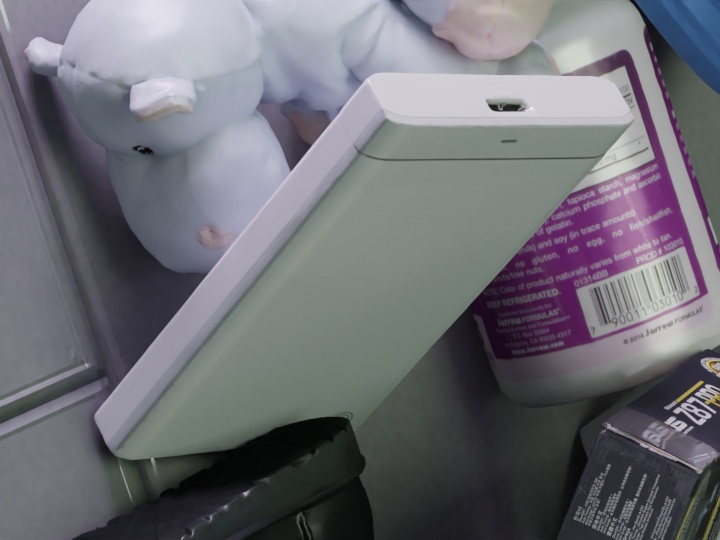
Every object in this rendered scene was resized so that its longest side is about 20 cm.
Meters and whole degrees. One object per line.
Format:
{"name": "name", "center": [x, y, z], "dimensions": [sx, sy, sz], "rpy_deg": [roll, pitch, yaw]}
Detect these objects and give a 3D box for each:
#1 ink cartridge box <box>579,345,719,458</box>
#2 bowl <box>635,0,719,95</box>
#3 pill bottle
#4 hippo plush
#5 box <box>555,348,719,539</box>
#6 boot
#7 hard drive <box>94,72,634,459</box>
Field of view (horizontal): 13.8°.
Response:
{"name": "ink cartridge box", "center": [0.201, 0.116, 1.354], "dimensions": [0.200, 0.175, 0.084], "rpy_deg": [32, 30, -36]}
{"name": "bowl", "center": [0.138, -0.171, 1.337], "dimensions": [0.201, 0.039, 0.201], "rpy_deg": [48, 22, -27]}
{"name": "pill bottle", "center": [0.081, -0.052, 1.274], "dimensions": [0.112, 0.112, 0.201], "rpy_deg": [-26, 100, -44]}
{"name": "hippo plush", "center": [-0.027, -0.083, 1.140], "dimensions": [0.161, 0.159, 0.201], "rpy_deg": [-36, 123, -32]}
{"name": "box", "center": [0.103, 0.142, 1.194], "dimensions": [0.161, 0.049, 0.201], "rpy_deg": [-27, 139, -68]}
{"name": "boot", "center": [-0.048, 0.168, 1.127], "dimensions": [0.200, 0.076, 0.169], "rpy_deg": [-28, 103, -40]}
{"name": "hard drive", "center": [0.000, 0.000, 1.131], "dimensions": [0.131, 0.200, 0.027], "rpy_deg": [-3, 55, -44]}
